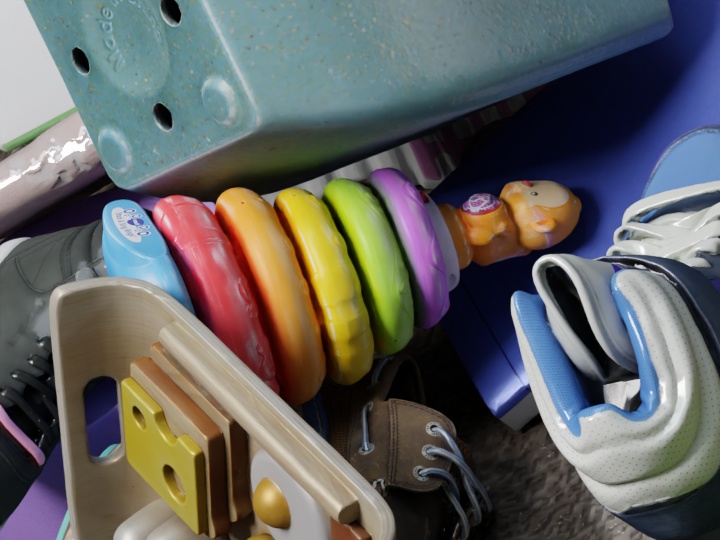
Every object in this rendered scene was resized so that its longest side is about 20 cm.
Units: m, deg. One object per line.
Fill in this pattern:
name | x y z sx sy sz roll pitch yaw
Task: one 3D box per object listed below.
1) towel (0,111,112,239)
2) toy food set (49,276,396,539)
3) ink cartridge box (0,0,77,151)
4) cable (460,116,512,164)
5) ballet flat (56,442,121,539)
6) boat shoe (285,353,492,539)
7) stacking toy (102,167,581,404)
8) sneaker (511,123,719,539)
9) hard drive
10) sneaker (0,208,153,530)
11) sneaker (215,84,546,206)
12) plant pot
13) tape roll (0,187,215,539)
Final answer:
towel | -0.118 -0.071 1.265 0.200 0.032 0.191 -30 2 12
toy food set | -0.056 0.109 0.937 0.060 0.144 0.200 -25 46 -27
ink cartridge box | -0.133 -0.141 1.367 0.145 0.084 0.200 -27 6 8
cable | 0.131 -0.034 1.117 0.200 0.050 0.097 -7 54 39
ballet flat | -0.109 0.159 1.049 0.067 0.068 0.200 9 53 21
boat shoe | 0.012 0.089 1.019 0.072 0.072 0.200 -28 32 4
stacking toy | 0.000 0.000 1.038 0.199 0.110 0.116 -19 22 -10
sneaker | 0.114 0.004 0.931 0.080 0.146 0.201 -16 55 29
hard drive | 0.111 -0.041 1.082 0.200 0.025 0.132 -43 42 13
sneaker | -0.132 0.038 1.089 0.099 0.071 0.200 -21 30 25
sneaker | 0.007 -0.079 1.253 0.200 0.081 0.089 -16 18 19
plant pot | -0.030 -0.132 1.056 0.200 0.197 0.196 -29 6 -37
tape roll | -0.137 0.048 1.207 0.200 0.066 0.200 -22 33 15
